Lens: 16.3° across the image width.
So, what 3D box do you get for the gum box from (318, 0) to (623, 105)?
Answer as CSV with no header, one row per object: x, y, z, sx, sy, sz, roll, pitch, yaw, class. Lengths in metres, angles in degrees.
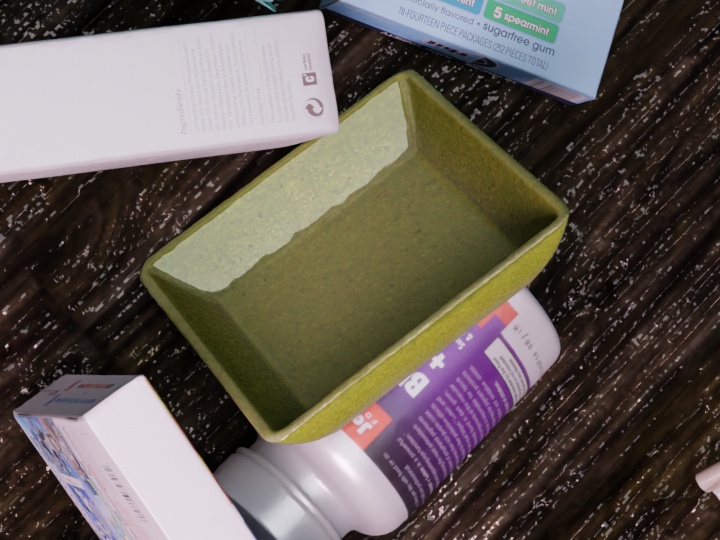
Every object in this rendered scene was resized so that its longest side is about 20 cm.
0.086,-0.221,1.490,0.170,0.045,0.200,20,82,-16,gum box

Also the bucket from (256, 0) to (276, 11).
-0.063,-0.255,1.357,0.135,0.207,0.207,27,80,0,bucket

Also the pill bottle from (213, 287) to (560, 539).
0.009,0.078,1.422,0.200,0.111,0.111,-46,102,-14,pill bottle

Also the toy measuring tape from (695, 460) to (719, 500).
0.269,0.205,1.522,0.074,0.074,0.200,-43,104,-14,toy measuring tape

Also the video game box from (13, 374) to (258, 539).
-0.098,0.146,1.350,0.047,0.182,0.200,-37,100,-19,video game box

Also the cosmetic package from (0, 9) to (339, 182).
-0.124,-0.094,1.390,0.200,0.101,0.071,-9,91,-19,cosmetic package

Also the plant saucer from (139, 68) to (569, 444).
0.000,0.000,1.382,0.200,0.200,0.048,-37,128,-5,plant saucer
